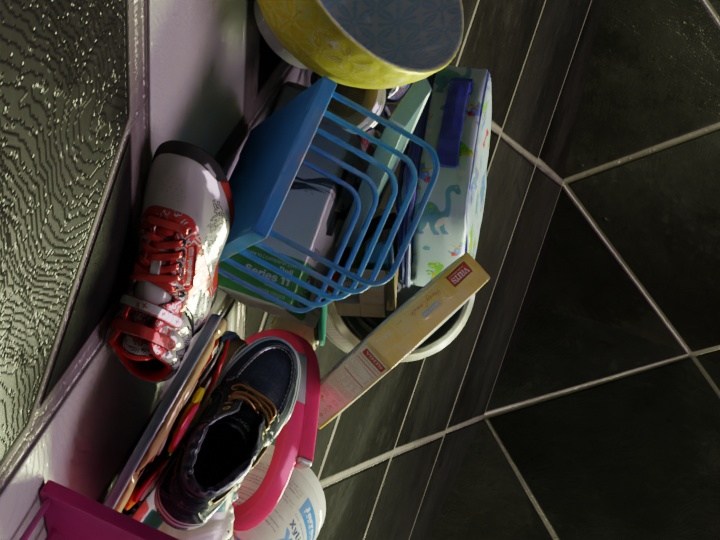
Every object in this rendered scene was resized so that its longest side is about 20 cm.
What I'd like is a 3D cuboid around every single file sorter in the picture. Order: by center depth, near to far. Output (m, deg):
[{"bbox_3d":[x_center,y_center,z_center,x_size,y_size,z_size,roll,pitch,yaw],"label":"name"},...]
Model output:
[{"bbox_3d":[-0.209,0.290,1.379,0.200,0.139,0.126,94,22,-52],"label":"file sorter"},{"bbox_3d":[-0.039,-0.051,1.458,0.139,0.122,0.200,-66,-165,-16],"label":"file sorter"}]

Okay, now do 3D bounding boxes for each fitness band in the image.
[{"bbox_3d":[-0.096,0.148,1.662,0.143,0.037,0.201,-28,-133,44],"label":"fitness band"}]

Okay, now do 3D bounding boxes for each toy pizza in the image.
[{"bbox_3d":[-0.157,0.126,1.463,0.201,0.032,0.200,-60,-176,7],"label":"toy pizza"}]

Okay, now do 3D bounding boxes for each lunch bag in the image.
[{"bbox_3d":[0.082,-0.095,1.722,0.161,0.082,0.200,90,8,-53],"label":"lunch bag"}]

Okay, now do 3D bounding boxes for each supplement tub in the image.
[{"bbox_3d":[-0.125,0.272,1.744,0.200,0.132,0.132,-49,156,-59],"label":"supplement tub"}]

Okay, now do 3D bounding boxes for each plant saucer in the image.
[{"bbox_3d":[0.021,-0.094,1.586,0.070,0.019,0.200,-57,176,-35],"label":"plant saucer"}]

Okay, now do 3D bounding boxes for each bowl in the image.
[{"bbox_3d":[-0.022,-0.223,1.417,0.108,0.200,0.200,-32,-163,39],"label":"bowl"}]

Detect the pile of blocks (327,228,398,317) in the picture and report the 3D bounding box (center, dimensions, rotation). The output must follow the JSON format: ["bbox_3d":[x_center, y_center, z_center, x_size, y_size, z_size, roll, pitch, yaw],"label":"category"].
[{"bbox_3d":[0.000,0.000,1.675,0.200,0.062,0.082,-21,114,-85],"label":"pile of blocks"}]

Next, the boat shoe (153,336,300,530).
[{"bbox_3d":[-0.096,0.125,1.466,0.200,0.071,0.091,-59,-174,-33],"label":"boat shoe"}]

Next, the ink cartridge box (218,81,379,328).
[{"bbox_3d":[-0.056,-0.059,1.650,0.147,0.083,0.201,44,65,-78],"label":"ink cartridge box"}]

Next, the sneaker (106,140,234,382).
[{"bbox_3d":[-0.149,0.002,1.360,0.202,0.067,0.108,99,13,-49],"label":"sneaker"}]

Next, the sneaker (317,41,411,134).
[{"bbox_3d":[0.014,-0.164,1.543,0.070,0.108,0.200,-45,-147,18],"label":"sneaker"}]

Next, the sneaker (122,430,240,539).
[{"bbox_3d":[-0.133,0.197,1.530,0.200,0.093,0.070,-50,-172,-21],"label":"sneaker"}]

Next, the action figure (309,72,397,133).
[{"bbox_3d":[0.012,-0.198,1.708,0.200,0.102,0.119,37,75,-81],"label":"action figure"}]

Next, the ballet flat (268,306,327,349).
[{"bbox_3d":[-0.057,-0.018,1.756,0.070,0.069,0.201,79,19,-68],"label":"ballet flat"}]

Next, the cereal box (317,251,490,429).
[{"bbox_3d":[0.028,0.067,1.651,0.144,0.040,0.200,-41,177,-30],"label":"cereal box"}]

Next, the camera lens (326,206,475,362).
[{"bbox_3d":[0.029,0.017,1.875,0.200,0.160,0.160,163,-53,-81],"label":"camera lens"}]

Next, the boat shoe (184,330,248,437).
[{"bbox_3d":[-0.139,0.148,1.622,0.072,0.072,0.200,93,21,-58],"label":"boat shoe"}]
